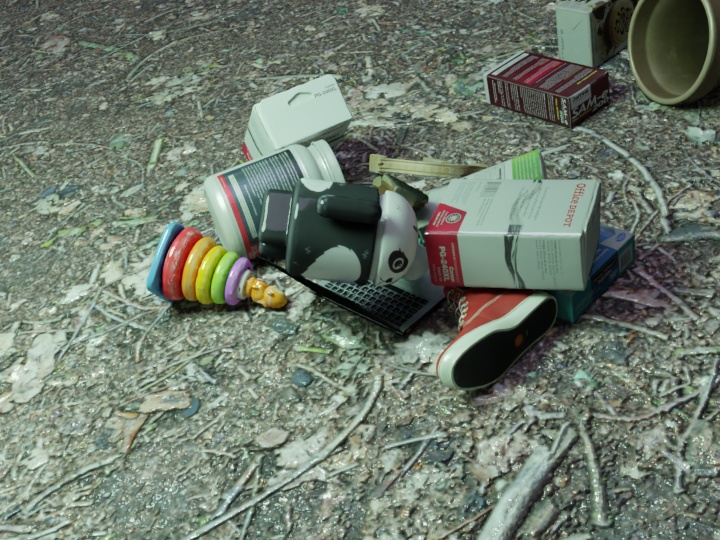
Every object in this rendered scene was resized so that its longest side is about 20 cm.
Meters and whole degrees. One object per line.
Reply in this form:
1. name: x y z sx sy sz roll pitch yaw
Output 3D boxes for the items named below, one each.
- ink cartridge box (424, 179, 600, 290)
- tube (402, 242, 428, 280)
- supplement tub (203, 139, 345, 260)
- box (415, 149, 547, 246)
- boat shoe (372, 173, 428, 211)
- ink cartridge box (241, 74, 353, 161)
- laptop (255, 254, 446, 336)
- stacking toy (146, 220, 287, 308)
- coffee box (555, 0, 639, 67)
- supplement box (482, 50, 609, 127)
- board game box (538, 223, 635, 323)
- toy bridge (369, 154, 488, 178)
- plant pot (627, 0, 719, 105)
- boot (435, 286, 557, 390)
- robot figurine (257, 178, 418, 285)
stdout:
1. ink cartridge box: 0.197 -0.048 1.226 0.197 0.084 0.146 3 33 22
2. tube: 0.047 -0.033 1.360 0.076 0.051 0.200 4 12 -14
3. supplement tub: -0.128 -0.107 1.478 0.198 0.142 0.141 -22 35 -11
4. box: 0.175 -0.105 1.401 0.198 0.037 0.145 -21 21 17
5. boat shoe: 0.048 -0.094 1.420 0.075 0.075 0.200 27 2 -7
6. ink cartridge box: -0.107 -0.228 1.596 0.144 0.084 0.200 -25 -5 -16
7. laptop: 0.000 0.000 1.305 0.199 0.117 0.186 -37 41 -29
8. stacking toy: -0.195 0.011 1.383 0.198 0.116 0.111 18 80 13
9. coffee box: 0.458 -0.472 1.805 0.199 0.114 0.079 -36 40 -28
10. supplement box: 0.322 -0.319 1.684 0.108 0.061 0.199 -34 38 -25
11. board game box: 0.244 -0.020 1.306 0.199 0.047 0.151 22 48 40
12. toy bridge: 0.116 -0.156 1.478 0.197 0.028 0.067 2 10 -23
13. plant pot: 0.570 -0.382 1.595 0.173 0.203 0.200 -10 31 -25
14. boot: 0.131 0.070 1.205 0.143 0.073 0.199 21 40 40
15. robot figurine: -0.027 -0.045 1.202 0.197 0.126 0.150 8 18 -3
